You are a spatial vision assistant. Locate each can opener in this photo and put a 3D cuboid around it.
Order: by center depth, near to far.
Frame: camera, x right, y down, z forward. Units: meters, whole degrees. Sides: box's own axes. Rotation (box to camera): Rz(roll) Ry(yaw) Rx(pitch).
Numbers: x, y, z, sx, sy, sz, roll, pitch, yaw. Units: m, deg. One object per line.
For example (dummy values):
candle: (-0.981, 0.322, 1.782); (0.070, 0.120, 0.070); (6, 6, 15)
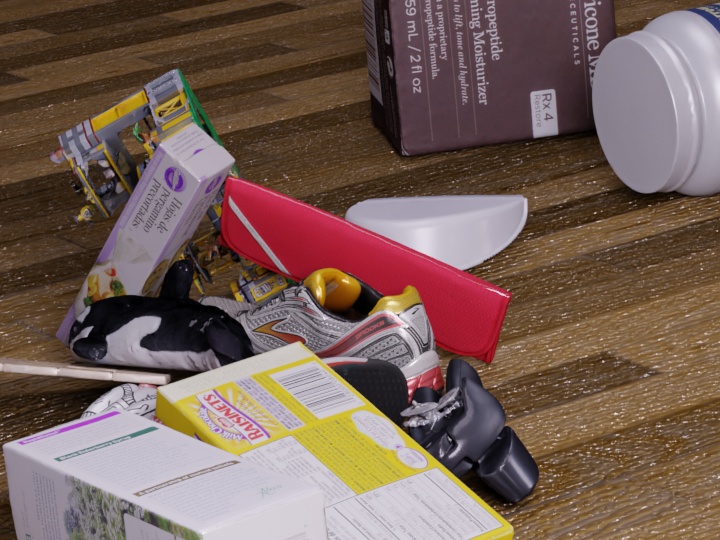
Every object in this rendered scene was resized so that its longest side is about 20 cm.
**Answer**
can opener: (0.053, 0.092, 1.594); (0.063, 0.079, 0.200); (-32, 12, 0)

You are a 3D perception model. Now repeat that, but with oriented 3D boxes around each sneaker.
sneaker: (-0.076, 0.087, 1.618); (0.201, 0.068, 0.108); (-20, 25, -35)
sneaker: (-0.029, 0.033, 1.758); (0.199, 0.083, 0.078); (7, 20, 37)

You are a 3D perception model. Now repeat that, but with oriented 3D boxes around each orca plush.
orca plush: (-0.124, 0.026, 1.713); (0.105, 0.072, 0.200); (6, -3, -22)

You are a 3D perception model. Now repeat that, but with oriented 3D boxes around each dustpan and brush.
dustpan and brush: (0.034, -0.011, 1.960); (0.139, 0.058, 0.200); (-1, 10, 19)

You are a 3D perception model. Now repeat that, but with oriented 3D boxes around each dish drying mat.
dish drying mat: (0.000, 0.000, 1.759); (0.199, 0.077, 0.018); (24, 53, 9)

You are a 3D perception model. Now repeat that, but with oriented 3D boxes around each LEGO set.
LEGO set: (-0.134, -0.033, 1.870); (0.115, 0.200, 0.154); (-29, 37, 2)

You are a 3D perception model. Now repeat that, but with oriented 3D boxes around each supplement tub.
supplement tub: (0.297, -0.139, 2.123); (0.199, 0.146, 0.145); (-13, 18, -25)

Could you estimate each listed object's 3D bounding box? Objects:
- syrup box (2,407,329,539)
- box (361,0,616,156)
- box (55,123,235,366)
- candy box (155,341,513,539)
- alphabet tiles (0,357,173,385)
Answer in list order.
syrup box: (-0.104, 0.138, 1.434); (0.081, 0.079, 0.200); (-17, 20, -33)
box: (0.110, -0.207, 2.374); (0.199, 0.167, 0.164); (-8, 16, -8)
box: (-0.144, -0.013, 1.785); (0.039, 0.200, 0.041); (42, 41, 10)
candy box: (-0.017, 0.110, 1.487); (0.102, 0.027, 0.200); (-19, 41, -32)
alphabet tiles: (-0.219, 0.060, 1.715); (0.199, 0.008, 0.167); (5, -1, -3)
